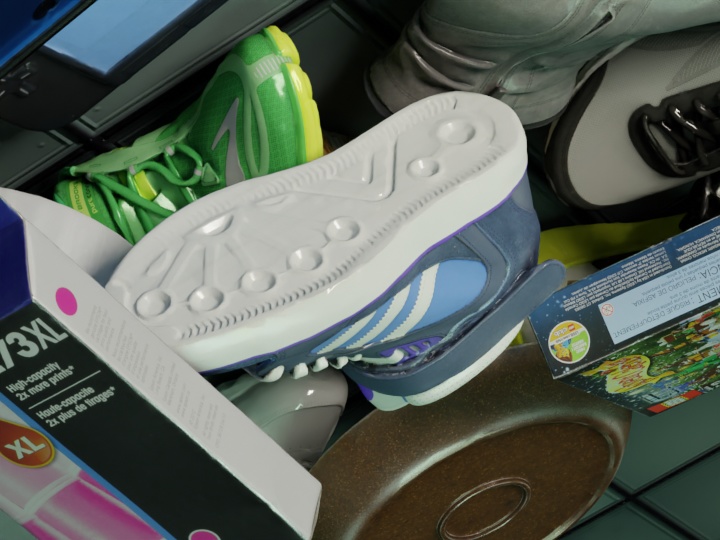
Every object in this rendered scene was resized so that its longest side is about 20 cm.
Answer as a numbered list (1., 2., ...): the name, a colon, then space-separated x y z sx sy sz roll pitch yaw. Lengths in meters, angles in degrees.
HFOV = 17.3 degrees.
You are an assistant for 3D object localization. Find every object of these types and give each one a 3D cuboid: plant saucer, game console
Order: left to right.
1. game console: -0.084 -0.092 0.843 0.200 0.118 0.171 -35 149 22
2. plant saucer: 0.058 0.112 1.219 0.200 0.034 0.200 -20 146 -14

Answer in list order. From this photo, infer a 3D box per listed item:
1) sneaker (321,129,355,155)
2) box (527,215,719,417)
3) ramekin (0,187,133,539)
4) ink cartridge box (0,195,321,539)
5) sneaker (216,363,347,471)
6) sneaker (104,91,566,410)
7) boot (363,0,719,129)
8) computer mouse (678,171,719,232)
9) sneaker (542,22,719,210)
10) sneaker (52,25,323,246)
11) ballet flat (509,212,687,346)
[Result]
1. sneaker: 0.000 0.000 1.105 0.088 0.076 0.200 -34 149 19
2. box: 0.168 0.017 1.100 0.137 0.038 0.200 -26 164 14
3. ramekin: -0.161 0.057 0.988 0.200 0.098 0.200 5 135 5
4. ink cartridge box: -0.113 0.050 0.882 0.095 0.037 0.200 -27 122 31
5. sneaker: -0.050 0.124 1.253 0.078 0.099 0.200 -3 146 -29
6. sneaker: -0.008 0.025 0.971 0.200 0.081 0.146 -30 141 -24
7. boot: 0.108 -0.113 1.015 0.200 0.070 0.132 2 147 -20
8. computer mouse: 0.235 -0.077 1.148 0.200 0.053 0.138 -30 174 0
9. sneaker: 0.169 -0.082 1.056 0.200 0.079 0.074 -28 119 20
10. sneaker: -0.082 -0.024 1.005 0.084 0.074 0.200 -2 145 -40
11. ballet flat: 0.136 0.009 1.221 0.200 0.067 0.067 -13 120 -20
